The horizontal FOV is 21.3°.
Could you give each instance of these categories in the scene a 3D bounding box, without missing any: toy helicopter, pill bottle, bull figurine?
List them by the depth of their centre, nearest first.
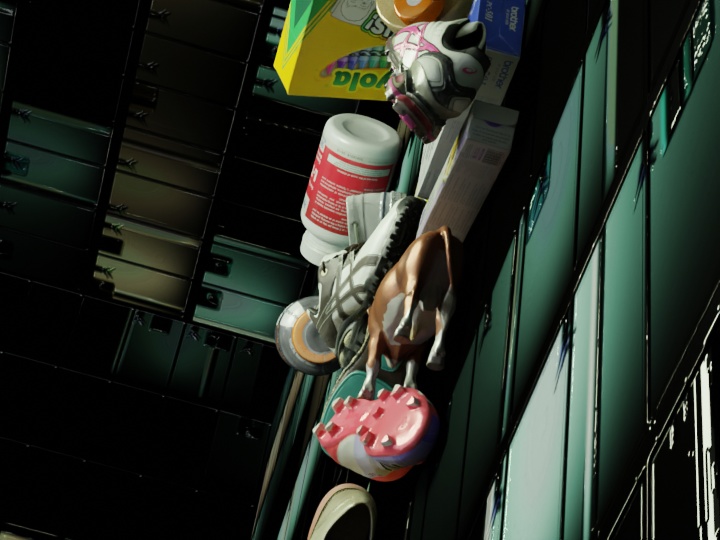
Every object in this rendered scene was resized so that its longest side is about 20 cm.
[{"bbox_3d":[0.041,0.043,1.615,0.200,0.065,0.122,110,171,-58],"label":"bull figurine"},{"bbox_3d":[0.091,-0.299,1.754,0.200,0.079,0.132,-47,49,4],"label":"toy helicopter"},{"bbox_3d":[-0.059,0.087,2.558,0.200,0.106,0.107,154,131,-85],"label":"pill bottle"},{"bbox_3d":[-0.019,-0.107,2.671,0.112,0.112,0.201,-83,9,-64],"label":"pill bottle"}]

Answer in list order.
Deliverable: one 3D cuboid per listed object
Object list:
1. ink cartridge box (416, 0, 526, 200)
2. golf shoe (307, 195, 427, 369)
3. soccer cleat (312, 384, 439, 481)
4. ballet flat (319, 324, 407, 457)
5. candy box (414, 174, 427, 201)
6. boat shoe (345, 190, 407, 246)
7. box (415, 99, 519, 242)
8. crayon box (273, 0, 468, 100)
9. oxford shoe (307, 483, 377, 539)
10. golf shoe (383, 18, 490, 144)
[{"bbox_3d":[0.098,-0.157,1.706,0.200,0.044,0.094,110,172,-50],"label":"ink cartridge box"},{"bbox_3d":[0.000,0.000,1.796,0.078,0.094,0.201,-21,-36,-47],"label":"golf shoe"},{"bbox_3d":[0.027,0.138,1.551,0.067,0.076,0.200,-55,16,-17],"label":"soccer cleat"},{"bbox_3d":[0.024,0.088,1.780,0.075,0.068,0.201,-36,-27,-61],"label":"ballet flat"},{"bbox_3d":[0.068,-0.059,1.887,0.200,0.026,0.103,-82,3,-60],"label":"candy box"},{"bbox_3d":[0.010,0.016,1.891,0.074,0.066,0.201,-77,-9,-73],"label":"boat shoe"},{"bbox_3d":[0.086,-0.074,1.589,0.200,0.041,0.039,111,174,-63],"label":"box"},{"bbox_3d":[0.032,-0.253,1.879,0.058,0.199,0.173,-120,39,-49],"label":"crayon box"},{"bbox_3d":[-0.035,0.290,1.713,0.074,0.070,0.201,173,112,-83],"label":"oxford shoe"},{"bbox_3d":[0.072,-0.170,1.584,0.092,0.073,0.200,-38,18,13],"label":"golf shoe"}]
